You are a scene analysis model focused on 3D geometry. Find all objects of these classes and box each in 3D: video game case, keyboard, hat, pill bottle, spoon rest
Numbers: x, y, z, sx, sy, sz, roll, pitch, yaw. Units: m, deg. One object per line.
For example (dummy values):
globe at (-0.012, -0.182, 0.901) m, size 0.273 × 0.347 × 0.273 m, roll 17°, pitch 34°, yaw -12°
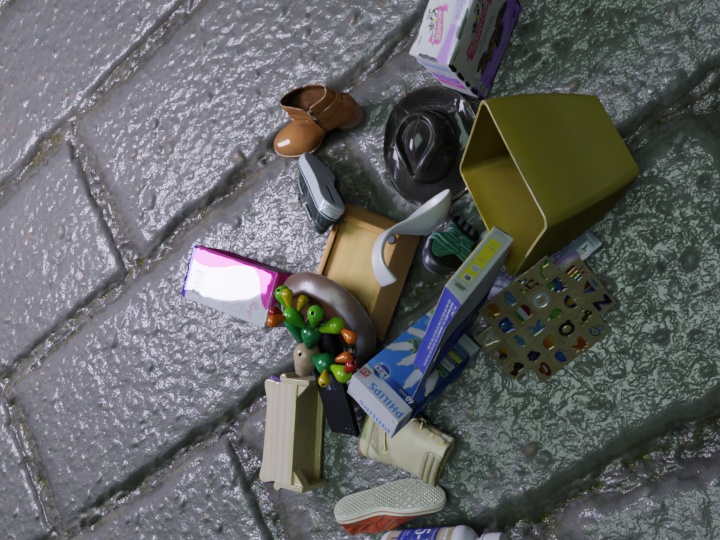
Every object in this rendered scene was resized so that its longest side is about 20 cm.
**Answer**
video game case at (0.265, -0.029, 1.105) m, size 0.200 × 0.019 × 0.144 m, roll -43°, pitch 70°, yaw 16°
keyboard at (-0.034, 0.181, 1.149) m, size 0.126 × 0.020 × 0.203 m, roll -5°, pitch 104°, yaw 49°
hat at (0.105, -0.201, 1.139) m, size 0.198 × 0.081 × 0.204 m, roll 7°, pitch 105°, yaw 26°
pill bottle at (0.135, 0.465, 1.079) m, size 0.197 × 0.119 × 0.122 m, roll -15°, pitch 80°, yaw 24°
spoon rest at (0.079, -0.065, 1.089) m, size 0.061 × 0.201 × 0.099 m, roll 46°, pitch 148°, yaw -12°

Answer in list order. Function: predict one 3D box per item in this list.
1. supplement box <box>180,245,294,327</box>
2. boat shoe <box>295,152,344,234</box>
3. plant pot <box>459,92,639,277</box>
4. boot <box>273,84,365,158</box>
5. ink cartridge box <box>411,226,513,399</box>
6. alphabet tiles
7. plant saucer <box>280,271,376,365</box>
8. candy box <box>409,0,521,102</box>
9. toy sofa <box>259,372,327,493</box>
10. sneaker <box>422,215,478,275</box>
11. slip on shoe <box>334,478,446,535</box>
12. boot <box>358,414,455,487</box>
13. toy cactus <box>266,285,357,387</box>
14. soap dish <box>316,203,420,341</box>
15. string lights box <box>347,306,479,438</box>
supplement box at (-0.220, 0.030, 1.289) m, size 0.198 × 0.103 × 0.103 m, roll 18°, pitch 93°, yaw 27°
boat shoe at (-0.085, -0.139, 1.214) m, size 0.071 × 0.072 × 0.201 m, roll -49°, pitch 32°, yaw 22°
plant pot at (0.276, -0.139, 1.001) m, size 0.174 × 0.200 × 0.202 m, roll -19°, pitch 71°, yaw -9°
boot at (-0.103, -0.270, 1.222) m, size 0.198 × 0.154 × 0.075 m, roll -22°, pitch 78°, yaw 23°
ink cartridge box at (0.135, 0.064, 1.004) m, size 0.047 × 0.200 × 0.199 m, roll 36°, pitch 143°, yaw 16°
alphabet tiles at (0.280, 0.076, 1.046) m, size 0.200 × 0.006 × 0.166 m, roll -41°, pitch 106°, yaw 17°
plant saucer at (-0.064, 0.094, 1.182) m, size 0.198 × 0.032 × 0.202 m, roll 23°, pitch 135°, yaw 25°
candy box at (0.169, -0.376, 1.073) m, size 0.071 × 0.199 × 0.170 m, roll 24°, pitch 98°, yaw 25°
toy sofa at (-0.114, 0.285, 1.232) m, size 0.096 × 0.082 × 0.204 m, roll 1°, pitch 87°, yaw 31°
sneaker at (0.128, -0.016, 1.074) m, size 0.074 × 0.200 × 0.088 m, roll 43°, pitch 118°, yaw 5°
slip on shoe at (0.054, 0.402, 1.160) m, size 0.197 × 0.074 × 0.062 m, roll -19°, pitch 114°, yaw 17°
boot at (0.090, 0.240, 1.141) m, size 0.154 × 0.073 × 0.203 m, roll 19°, pitch 96°, yaw 26°
toy cactus at (-0.085, 0.122, 1.106) m, size 0.199 × 0.102 × 0.166 m, roll 39°, pitch 142°, yaw 19°
soap dish at (0.000, 0.000, 1.196) m, size 0.156 × 0.081 × 0.203 m, roll 23°, pitch 98°, yaw 25°
string lights box at (0.085, 0.157, 1.086) m, size 0.103 × 0.199 × 0.059 m, roll 42°, pitch 146°, yaw 19°
